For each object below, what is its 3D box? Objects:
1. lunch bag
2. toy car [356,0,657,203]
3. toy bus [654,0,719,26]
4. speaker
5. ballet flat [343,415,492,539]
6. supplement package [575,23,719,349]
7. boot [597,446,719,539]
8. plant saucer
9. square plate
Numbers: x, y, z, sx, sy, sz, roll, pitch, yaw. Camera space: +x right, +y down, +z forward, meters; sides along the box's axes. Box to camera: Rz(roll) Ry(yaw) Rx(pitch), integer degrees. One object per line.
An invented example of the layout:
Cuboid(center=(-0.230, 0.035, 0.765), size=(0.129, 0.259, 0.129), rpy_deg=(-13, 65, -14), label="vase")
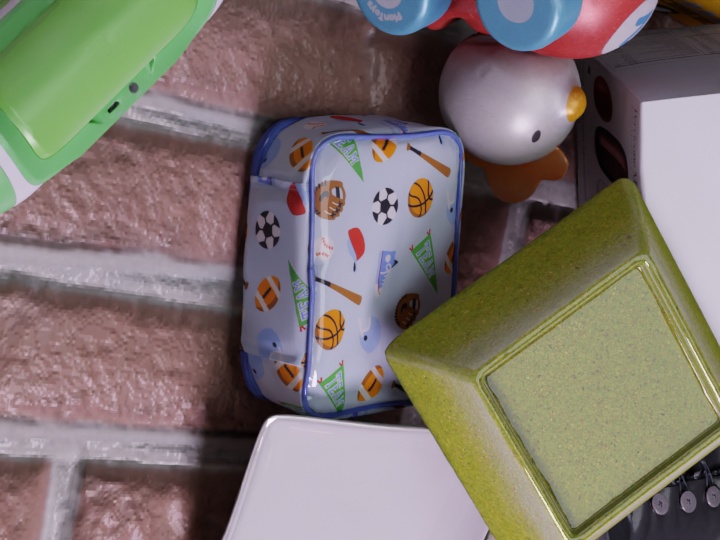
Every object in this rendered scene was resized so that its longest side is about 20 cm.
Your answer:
Cuboid(center=(0.000, 0.000, 1.081), size=(0.160, 0.075, 0.201), rpy_deg=(-6, 105, -45), label="lunch bag")
Cuboid(center=(0.113, -0.137, 1.081), size=(0.184, 0.176, 0.201), rpy_deg=(-35, 128, -45), label="toy car")
Cuboid(center=(0.281, -0.219, 1.281), size=(0.200, 0.078, 0.065), rpy_deg=(15, 91, -45), label="toy bus")
Cuboid(center=(-0.156, -0.121, 0.890), size=(0.200, 0.088, 0.089), rpy_deg=(-49, 130, -23), label="speaker")
Cuboid(center=(0.026, 0.150, 1.152), size=(0.200, 0.064, 0.068), rpy_deg=(34, 78, -43), label="ballet flat")
Cuboid(center=(0.245, -0.061, 1.177), size=(0.146, 0.200, 0.192), rpy_deg=(-6, 109, -4), label="supplement package")
Cuboid(center=(0.236, 0.222, 1.355), size=(0.200, 0.066, 0.166), rpy_deg=(-1, 87, -46), label="boot")
Cuboid(center=(0.148, 0.077, 1.056), size=(0.199, 0.048, 0.200), rpy_deg=(-35, 110, -11), label="plant saucer")
Cuboid(center=(-0.007, 0.174, 1.093), size=(0.199, 0.028, 0.199), rpy_deg=(6, 119, -30), label="square plate")
